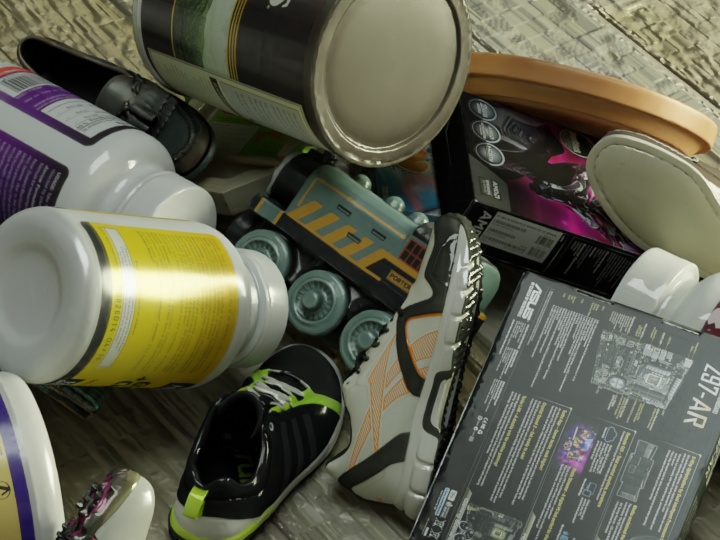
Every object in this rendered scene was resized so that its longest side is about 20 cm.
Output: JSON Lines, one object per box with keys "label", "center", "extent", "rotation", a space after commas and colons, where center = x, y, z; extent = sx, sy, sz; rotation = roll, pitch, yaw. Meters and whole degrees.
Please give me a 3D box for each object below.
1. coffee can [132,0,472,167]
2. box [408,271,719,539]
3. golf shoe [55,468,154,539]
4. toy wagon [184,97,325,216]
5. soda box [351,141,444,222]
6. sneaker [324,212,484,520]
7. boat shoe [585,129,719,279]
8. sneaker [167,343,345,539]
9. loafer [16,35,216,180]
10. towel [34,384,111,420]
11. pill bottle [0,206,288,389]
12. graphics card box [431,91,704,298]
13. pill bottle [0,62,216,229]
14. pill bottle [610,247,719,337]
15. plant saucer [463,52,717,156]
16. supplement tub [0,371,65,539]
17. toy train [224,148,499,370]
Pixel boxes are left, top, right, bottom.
{"label": "coffee can", "center": [-0.043, -0.167, 1.806], "extent": [0.146, 0.146, 0.200], "rotation": [-29, 34, -33]}
{"label": "box", "center": [0.142, 0.117, 1.656], "extent": [0.160, 0.044, 0.200], "rotation": [19, 71, 14]}
{"label": "golf shoe", "center": [-0.156, 0.214, 1.501], "extent": [0.092, 0.200, 0.073], "rotation": [23, 1, -8]}
{"label": "toy wagon", "center": [-0.068, -0.117, 1.912], "extent": [0.155, 0.040, 0.200], "rotation": [10, 46, 35]}
{"label": "soda box", "center": [0.031, -0.083, 1.903], "extent": [0.064, 0.068, 0.200], "rotation": [8, 42, -11]}
{"label": "sneaker", "center": [0.029, 0.058, 1.676], "extent": [0.080, 0.200, 0.074], "rotation": [14, 1, 13]}
{"label": "boat shoe", "center": [0.243, -0.038, 1.808], "extent": [0.200, 0.072, 0.060], "rotation": [33, 31, -9]}
{"label": "sneaker", "center": [-0.061, 0.104, 1.680], "extent": [0.072, 0.083, 0.200], "rotation": [18, 44, 12]}
{"label": "loafer", "center": [-0.186, -0.119, 1.890], "extent": [0.200, 0.063, 0.072], "rotation": [29, 80, 44]}
{"label": "towel", "center": [-0.240, 0.011, 1.717], "extent": [0.200, 0.022, 0.147], "rotation": [35, 23, -4]}
{"label": "pill bottle", "center": [-0.142, 0.020, 1.667], "extent": [0.200, 0.112, 0.112], "rotation": [5, 32, -49]}
{"label": "graphics card box", "center": [0.151, -0.046, 1.846], "extent": [0.200, 0.051, 0.125], "rotation": [17, 40, -19]}
{"label": "pill bottle", "center": [-0.200, -0.060, 1.809], "extent": [0.200, 0.111, 0.111], "rotation": [29, 47, 31]}
{"label": "pill bottle", "center": [0.265, 0.067, 1.741], "extent": [0.200, 0.110, 0.110], "rotation": [27, 46, 21]}
{"label": "plant saucer", "center": [0.161, -0.115, 1.899], "extent": [0.200, 0.200, 0.032], "rotation": [16, 85, 10]}
{"label": "supplement tub", "center": [-0.289, 0.148, 1.559], "extent": [0.200, 0.145, 0.145], "rotation": [-11, 45, -18]}
{"label": "toy train", "center": [0.000, 0.000, 1.772], "extent": [0.200, 0.085, 0.114], "rotation": [36, 92, 26]}
